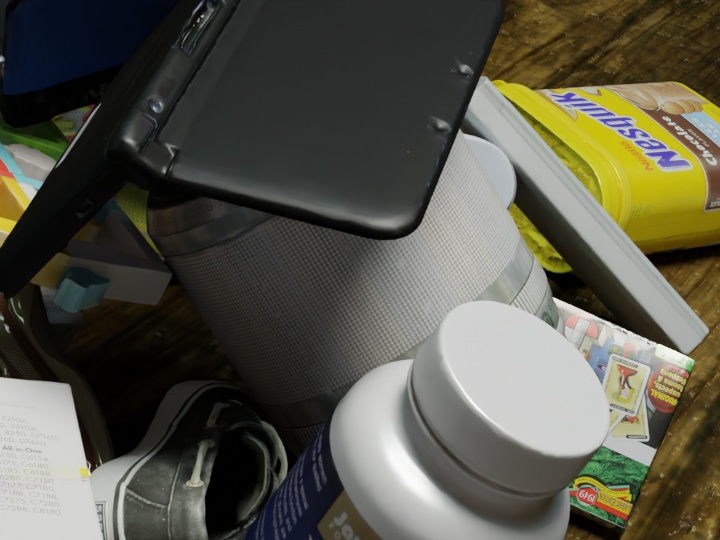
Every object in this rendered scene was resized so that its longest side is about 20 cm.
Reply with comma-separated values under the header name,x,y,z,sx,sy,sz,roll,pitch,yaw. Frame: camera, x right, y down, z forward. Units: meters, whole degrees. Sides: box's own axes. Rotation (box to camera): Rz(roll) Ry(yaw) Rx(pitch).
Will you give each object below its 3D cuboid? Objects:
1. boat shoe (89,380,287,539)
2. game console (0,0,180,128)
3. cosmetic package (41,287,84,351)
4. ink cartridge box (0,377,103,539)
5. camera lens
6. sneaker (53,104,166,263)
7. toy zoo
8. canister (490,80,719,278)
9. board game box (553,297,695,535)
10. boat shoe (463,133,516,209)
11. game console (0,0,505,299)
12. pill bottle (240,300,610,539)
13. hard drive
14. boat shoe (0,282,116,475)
name,x,y,z,sx,sy,sz,roll,pitch,yaw
boat shoe,-0.068,0.098,0.958,0.063,0.071,0.200,-8,12,13
game console,-0.107,-0.163,1.061,0.199,0.119,0.171,-19,44,-18
cosmetic package,-0.248,0.008,1.043,0.199,0.051,0.083,-1,57,-33
ink cartridge box,-0.156,0.123,0.855,0.067,0.116,0.200,7,31,-22
camera lens,0.000,0.000,1.028,0.201,0.159,0.160,58,25,-15
sneaker,-0.155,-0.078,1.227,0.078,0.091,0.200,-12,43,-45
toy zoo,-0.173,-0.040,0.996,0.131,0.021,0.200,18,20,-39
canister,0.179,-0.070,1.421,0.199,0.087,0.148,-8,39,-42
board game box,0.075,0.057,1.136,0.199,0.105,0.023,23,-12,8
boat shoe,-0.010,-0.067,1.171,0.198,0.071,0.066,11,-5,-9
game console,-0.049,-0.059,0.917,0.116,0.176,0.201,40,37,-13
pill bottle,0.020,0.110,0.876,0.110,0.201,0.112,22,36,-17
hard drive,0.121,-0.036,1.240,0.200,0.026,0.132,47,-1,-11
boat shoe,-0.175,0.061,0.973,0.073,0.076,0.201,-12,57,-29
